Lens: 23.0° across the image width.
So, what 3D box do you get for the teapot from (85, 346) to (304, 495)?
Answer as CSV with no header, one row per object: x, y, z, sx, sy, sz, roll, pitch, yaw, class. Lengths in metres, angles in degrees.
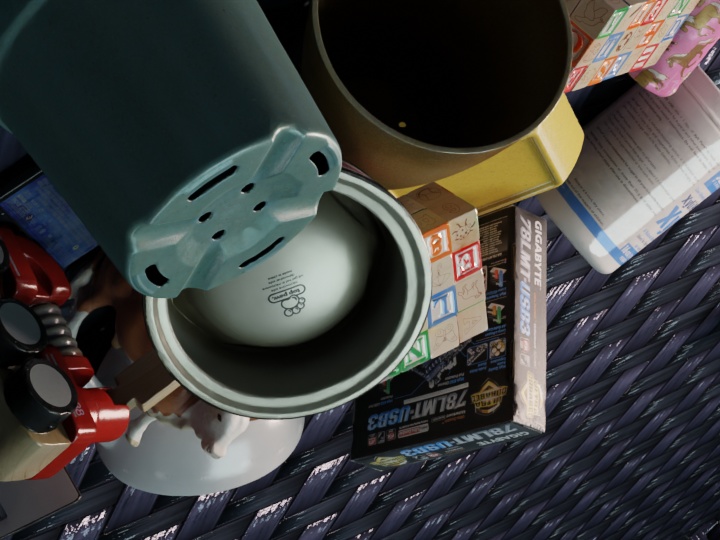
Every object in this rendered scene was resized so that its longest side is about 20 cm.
-0.138,0.086,1.500,0.200,0.196,0.147,-66,154,-63,teapot

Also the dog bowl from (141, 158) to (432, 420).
-0.054,0.000,1.227,0.199,0.074,0.201,-5,120,-9,dog bowl

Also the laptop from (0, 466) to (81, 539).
-0.318,0.102,1.206,0.199,0.188,0.116,-25,159,-24,laptop

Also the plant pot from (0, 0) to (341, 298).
-0.123,-0.103,1.067,0.200,0.196,0.200,-29,158,-13,plant pot

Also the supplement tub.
0.275,-0.104,1.732,0.200,0.132,0.132,-39,158,11,supplement tub

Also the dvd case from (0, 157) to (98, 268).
-0.162,-0.084,1.286,0.200,0.018,0.143,-34,158,-2,dvd case

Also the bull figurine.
-0.158,0.065,1.366,0.121,0.201,0.065,-31,162,19,bull figurine

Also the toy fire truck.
-0.210,0.050,1.266,0.129,0.176,0.200,-40,158,24,toy fire truck

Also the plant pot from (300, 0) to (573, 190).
0.031,-0.137,1.284,0.186,0.187,0.200,-26,172,-22,plant pot

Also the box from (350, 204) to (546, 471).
0.078,0.063,1.575,0.050,0.199,0.200,21,151,-39,box

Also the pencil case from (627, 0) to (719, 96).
0.303,-0.245,1.546,0.083,0.087,0.200,5,137,-40,pencil case

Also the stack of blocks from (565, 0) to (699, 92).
0.210,-0.217,1.436,0.200,0.059,0.115,-24,152,-55,stack of blocks

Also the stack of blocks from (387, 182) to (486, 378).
0.000,0.026,1.381,0.199,0.059,0.116,-25,126,-25,stack of blocks

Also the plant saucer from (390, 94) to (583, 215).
0.092,-0.092,1.525,0.199,0.049,0.200,-21,160,10,plant saucer
